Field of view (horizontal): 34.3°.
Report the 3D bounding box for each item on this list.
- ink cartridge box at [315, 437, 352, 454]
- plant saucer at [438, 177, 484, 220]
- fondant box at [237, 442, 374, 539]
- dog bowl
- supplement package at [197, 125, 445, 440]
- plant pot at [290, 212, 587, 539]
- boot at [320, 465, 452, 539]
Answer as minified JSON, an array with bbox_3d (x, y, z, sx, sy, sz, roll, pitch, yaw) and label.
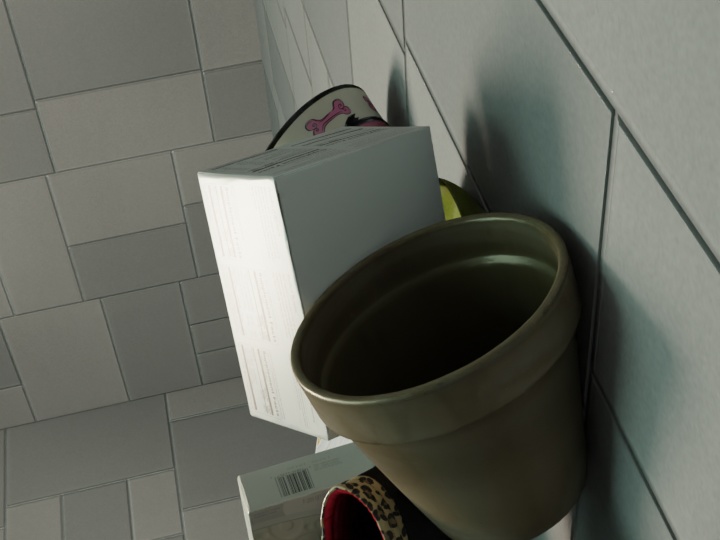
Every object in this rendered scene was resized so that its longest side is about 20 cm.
[{"bbox_3d":[-0.007,0.184,1.345,0.201,0.043,0.198,-79,14,-59],"label":"ink cartridge box"},{"bbox_3d":[0.098,0.016,1.029,0.200,0.031,0.204,169,90,-83],"label":"plant saucer"},{"bbox_3d":[-0.043,0.287,1.231,0.058,0.142,0.203,-120,20,-52],"label":"fondant box"},{"bbox_3d":[-0.034,-0.104,1.317,0.074,0.200,0.201,39,156,22],"label":"dog bowl"},{"bbox_3d":[-0.017,0.002,0.913,0.110,0.154,0.203,9,114,51],"label":"supplement package"},{"bbox_3d":[0.074,0.089,0.801,0.175,0.198,0.200,64,180,-25],"label":"plant pot"},{"bbox_3d":[0.043,0.226,0.879,0.150,0.072,0.204,-17,-85,-58],"label":"boot"}]
